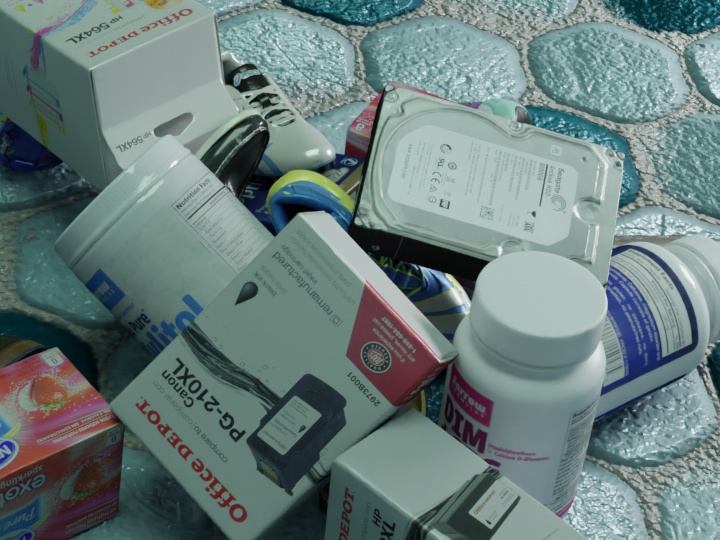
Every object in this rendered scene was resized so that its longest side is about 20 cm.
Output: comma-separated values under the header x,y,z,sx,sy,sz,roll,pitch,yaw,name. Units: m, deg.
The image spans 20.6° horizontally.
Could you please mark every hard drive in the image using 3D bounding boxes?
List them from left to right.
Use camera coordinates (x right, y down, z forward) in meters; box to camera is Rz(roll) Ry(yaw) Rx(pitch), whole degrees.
x,y,z,sx,sy,sz,roll,pitch,yaw,name
0.099,-0.056,1.525,0.200,0.038,0.140,17,57,-5,hard drive

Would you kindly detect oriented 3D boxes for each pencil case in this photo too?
x,y,z,sx,sy,sz,roll,pitch,yaw,name
-0.320,-0.166,1.792,0.078,0.087,0.200,31,18,-47,pencil case

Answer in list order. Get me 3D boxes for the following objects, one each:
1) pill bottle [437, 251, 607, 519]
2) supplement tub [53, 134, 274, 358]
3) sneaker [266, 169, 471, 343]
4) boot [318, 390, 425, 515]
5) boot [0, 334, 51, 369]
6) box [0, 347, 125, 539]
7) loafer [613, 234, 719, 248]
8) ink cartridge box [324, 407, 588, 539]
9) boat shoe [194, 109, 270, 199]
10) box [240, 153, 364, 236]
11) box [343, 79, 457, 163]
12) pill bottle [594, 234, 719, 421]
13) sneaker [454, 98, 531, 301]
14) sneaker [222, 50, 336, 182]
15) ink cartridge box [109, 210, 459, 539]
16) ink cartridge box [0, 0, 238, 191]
x,y,z,sx,sy,sz,roll,pitch,yaw,name
0.118,0.091,1.456,0.113,0.200,0.113,4,39,-4,pill bottle
-0.121,0.010,1.513,0.200,0.132,0.132,45,45,-3,supplement tub
0.000,0.000,1.550,0.200,0.076,0.105,37,12,6,sneaker
0.012,0.102,1.526,0.073,0.076,0.200,7,36,6,boot
-0.332,0.098,1.491,0.097,0.075,0.200,22,33,35,boot
-0.275,0.151,1.401,0.200,0.103,0.095,-23,50,-33,box
0.228,0.001,1.699,0.200,0.072,0.063,-4,21,-24,loafer
0.070,0.212,1.348,0.084,0.145,0.200,-30,52,-36,ink cartridge box
-0.124,-0.036,1.608,0.066,0.075,0.199,36,85,24,boat shoe
-0.096,-0.069,1.705,0.200,0.032,0.121,10,36,31,box
0.089,-0.075,1.729,0.200,0.100,0.095,22,42,16,box
0.209,0.044,1.591,0.200,0.120,0.120,-22,48,-31,pill bottle
0.068,-0.044,1.642,0.140,0.200,0.078,5,5,23,sneaker
-0.087,-0.132,1.706,0.072,0.073,0.200,-22,34,-23,sneaker
-0.054,0.078,1.400,0.145,0.200,0.084,47,11,7,ink cartridge box
-0.204,-0.166,1.629,0.128,0.125,0.200,-30,45,-28,ink cartridge box
